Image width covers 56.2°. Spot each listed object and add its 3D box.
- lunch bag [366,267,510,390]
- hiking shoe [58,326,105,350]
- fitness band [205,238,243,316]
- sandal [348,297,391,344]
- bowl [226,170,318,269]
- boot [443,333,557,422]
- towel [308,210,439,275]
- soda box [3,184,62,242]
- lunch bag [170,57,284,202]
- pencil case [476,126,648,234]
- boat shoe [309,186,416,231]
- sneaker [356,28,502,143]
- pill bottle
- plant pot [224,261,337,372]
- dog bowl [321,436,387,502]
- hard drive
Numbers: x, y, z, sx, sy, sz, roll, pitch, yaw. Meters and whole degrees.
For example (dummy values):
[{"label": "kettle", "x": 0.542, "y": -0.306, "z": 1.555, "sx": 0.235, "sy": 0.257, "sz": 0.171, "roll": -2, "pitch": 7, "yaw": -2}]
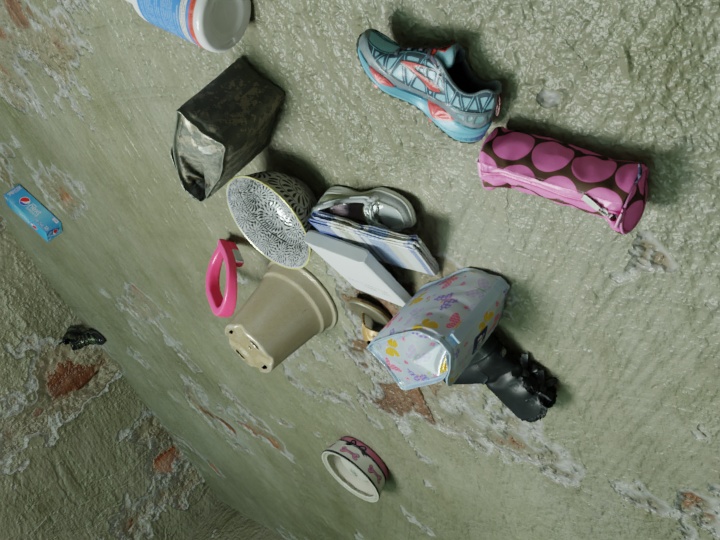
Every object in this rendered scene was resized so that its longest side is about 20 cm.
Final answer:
[{"label": "lunch bag", "x": 0.133, "y": 0.094, "z": 1.074, "sx": 0.127, "sy": 0.170, "sz": 0.200, "roll": 49, "pitch": 148, "yaw": -5}, {"label": "hiking shoe", "x": -1.193, "y": 0.308, "z": 2.897, "sx": 0.198, "sy": 0.101, "sz": 0.076, "roll": 6, "pitch": 138, "yaw": 18}, {"label": "fitness band", "x": -0.305, "y": 0.016, "z": 1.493, "sx": 0.200, "sy": 0.037, "sz": 0.145, "roll": 52, "pitch": 127, "yaw": 55}, {"label": "sandal", "x": 0.039, "y": 0.136, "z": 1.342, "sx": 0.080, "sy": 0.054, "sz": 0.201, "roll": -7, "pitch": 122, "yaw": 52}, {"label": "bowl", "x": -0.140, "y": -0.110, "z": 1.222, "sx": 0.200, "sy": 0.094, "sz": 0.202, "roll": 29, "pitch": 146, "yaw": 22}, {"label": "boot", "x": 0.236, "y": 0.196, "z": 1.175, "sx": 0.162, "sy": 0.073, "sz": 0.198, "roll": 42, "pitch": 148, "yaw": -2}, {"label": "towel", "x": 0.026, "y": -0.044, "z": 1.103, "sx": 0.199, "sy": 0.024, "sz": 0.147, "roll": 16, "pitch": 167, "yaw": 26}, {"label": "soda box", "x": -1.098, "y": -0.192, "z": 2.263, "sx": 0.200, "sy": 0.064, "sz": 0.068, "roll": 41, "pitch": 149, "yaw": 6}, {"label": "lunch bag", "x": -0.229, "y": -0.222, "z": 1.126, "sx": 0.117, "sy": 0.164, "sz": 0.200, "roll": 36, "pitch": 148, "yaw": 2}, {"label": "pencil case", "x": 0.233, "y": -0.109, "z": 0.794, "sx": 0.199, "sy": 0.094, "sz": 0.091, "roll": 23, "pitch": 143, "yaw": 33}, {"label": "boat shoe", "x": 0.003, "y": -0.093, "z": 1.104, "sx": 0.201, "sy": 0.065, "sz": 0.075, "roll": 15, "pitch": 138, "yaw": 39}, {"label": "sneaker", "x": 0.089, "y": -0.250, "z": 0.829, "sx": 0.199, "sy": 0.079, "sz": 0.096, "roll": 34, "pitch": 139, "yaw": 1}, {"label": "pill bottle", "x": -0.270, "y": -0.410, "z": 1.003, "sx": 0.199, "sy": 0.112, "sz": 0.113, "roll": 29, "pitch": 146, "yaw": 22}, {"label": "plant pot", "x": -0.182, "y": 0.108, "z": 1.443, "sx": 0.200, "sy": 0.184, "sz": 0.201, "roll": 29, "pitch": 145, "yaw": 23}, {"label": "dog bowl", "x": -0.010, "y": 0.542, "z": 1.860, "sx": 0.199, "sy": 0.074, "sz": 0.201, "roll": 29, "pitch": 146, "yaw": 22}, {"label": "hard drive", "x": 0.000, "y": 0.000, "z": 1.178, "sx": 0.131, "sy": 0.027, "sz": 0.200, "roll": 21, "pitch": 167, "yaw": 33}]
